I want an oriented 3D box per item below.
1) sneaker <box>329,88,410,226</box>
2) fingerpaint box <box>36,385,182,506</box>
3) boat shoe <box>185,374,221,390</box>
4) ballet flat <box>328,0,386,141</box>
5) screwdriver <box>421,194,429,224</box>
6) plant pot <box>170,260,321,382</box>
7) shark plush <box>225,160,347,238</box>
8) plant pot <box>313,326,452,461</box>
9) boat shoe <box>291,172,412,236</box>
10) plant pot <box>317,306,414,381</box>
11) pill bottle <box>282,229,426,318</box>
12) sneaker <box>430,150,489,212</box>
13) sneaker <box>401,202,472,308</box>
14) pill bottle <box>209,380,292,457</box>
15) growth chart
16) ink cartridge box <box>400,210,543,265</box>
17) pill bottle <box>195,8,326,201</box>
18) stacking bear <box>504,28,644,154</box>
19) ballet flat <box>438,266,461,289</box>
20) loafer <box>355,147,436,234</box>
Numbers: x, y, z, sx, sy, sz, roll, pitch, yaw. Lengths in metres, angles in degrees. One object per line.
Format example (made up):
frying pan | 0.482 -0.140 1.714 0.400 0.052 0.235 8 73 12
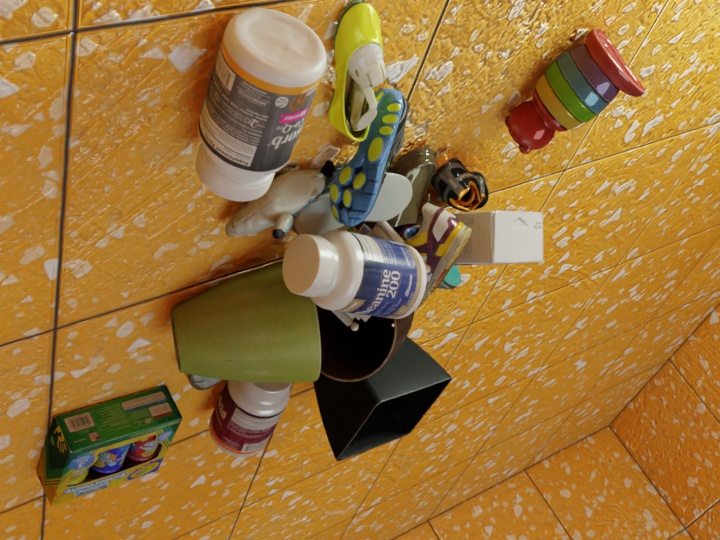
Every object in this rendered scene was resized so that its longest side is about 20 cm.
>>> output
sneaker | 0.020 -0.150 1.333 0.082 0.070 0.202 -11 127 -62
fingerpaint box | -0.410 0.287 1.590 0.198 0.074 0.168 -12 146 -40
boat shoe | -0.201 0.115 1.582 0.198 0.063 0.074 -30 129 -17
ballet flat | 0.001 -0.237 1.200 0.066 0.067 0.201 -22 152 -23
screwdriver | 0.095 -0.038 1.551 0.029 0.028 0.202 -1 129 -20
plant pot | -0.176 0.088 1.442 0.197 0.189 0.188 -8 148 -15
shark plush | -0.100 -0.112 1.341 0.200 0.091 0.083 -45 -177 -30
plant pot | 0.022 0.217 1.880 0.198 0.178 0.200 -11 146 -39
boat shoe | -0.019 -0.102 1.415 0.198 0.064 0.072 -17 114 -24
plant pot | 0.013 0.076 1.659 0.187 0.187 0.199 -45 167 22
pill bottle | -0.009 0.004 1.378 0.198 0.112 0.111 10 131 -42
sneaker | 0.167 -0.127 1.583 0.078 0.078 0.199 -44 155 14
sneaker | 0.097 -0.022 1.513 0.075 0.090 0.201 -44 168 -46
pill bottle | -0.191 0.231 1.716 0.113 0.115 0.201 -14 147 -37
growth chart | 0.000 0.000 1.514 0.200 0.145 0.018 -42 174 33
ink cartridge box | 0.180 -0.052 1.597 0.198 0.087 0.146 1 -177 44
pill bottle | -0.119 -0.180 1.092 0.115 0.117 0.201 -16 149 -35
stacking bear | 0.314 -0.264 1.499 0.199 0.122 0.113 -39 157 26
ballet flat | 0.120 -0.005 1.765 0.072 0.072 0.200 -41 154 13
loafer | 0.065 -0.104 1.505 0.075 0.068 0.201 -10 145 -41
